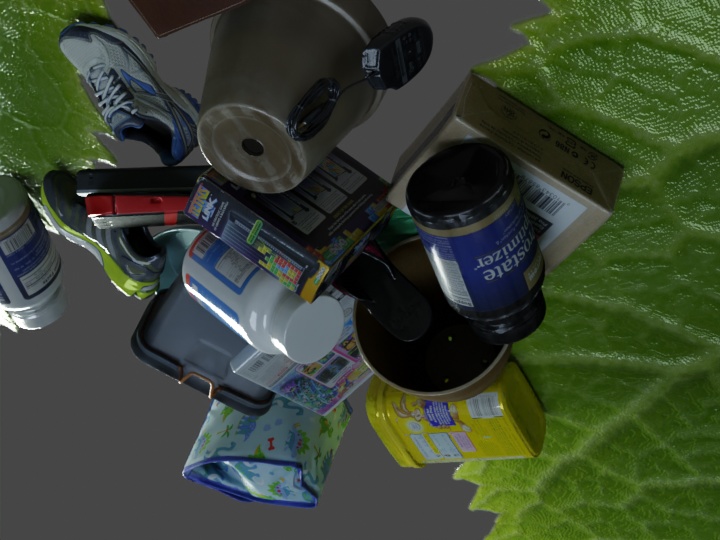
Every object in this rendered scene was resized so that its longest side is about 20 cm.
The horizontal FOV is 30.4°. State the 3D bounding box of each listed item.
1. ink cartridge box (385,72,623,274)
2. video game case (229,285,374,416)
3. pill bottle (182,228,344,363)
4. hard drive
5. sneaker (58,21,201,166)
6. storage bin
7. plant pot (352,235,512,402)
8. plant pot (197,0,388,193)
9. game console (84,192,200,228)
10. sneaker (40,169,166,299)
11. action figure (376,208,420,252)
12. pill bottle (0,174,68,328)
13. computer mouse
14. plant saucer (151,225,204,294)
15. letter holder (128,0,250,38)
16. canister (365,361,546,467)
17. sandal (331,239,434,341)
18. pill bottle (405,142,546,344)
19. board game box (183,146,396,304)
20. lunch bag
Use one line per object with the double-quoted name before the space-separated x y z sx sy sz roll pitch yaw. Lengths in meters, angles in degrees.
"ink cartridge box" 0.150 -0.091 1.408 0.199 0.076 0.165 30 140 -9
"video game case" -0.032 0.084 1.615 0.200 0.024 0.182 -42 138 15
"pill bottle" -0.108 0.027 1.503 0.199 0.112 0.113 34 157 44
"hard drive" -0.210 -0.099 1.550 0.198 0.033 0.139 0 177 26
"sneaker" -0.258 -0.195 1.481 0.199 0.086 0.077 39 139 -18
"storage bin" -0.171 0.073 1.660 0.198 0.146 0.135 27 131 -6
"plant pot" 0.101 0.079 1.556 0.184 0.188 0.200 10 163 16
"plant pot" -0.080 -0.180 1.340 0.198 0.175 0.201 13 140 11
"game console" -0.225 -0.072 1.533 0.175 0.031 0.200 -4 179 -9
"sneaker" -0.316 -0.060 1.664 0.200 0.074 0.081 42 129 0
"action figure" 0.014 -0.055 1.533 0.198 0.055 0.119 -11 130 26
"pill bottle" -0.462 -0.019 1.764 0.110 0.112 0.201 5 138 21
"computer mouse" -0.003 -0.188 1.288 0.034 0.199 0.059 27 142 38
"plant saucer" -0.186 0.006 1.717 0.198 0.036 0.201 13 140 11
"letter holder" -0.183 -0.346 1.259 0.141 0.101 0.200 -13 130 34
"canister" 0.127 0.189 1.735 0.198 0.087 0.149 -8 133 31
"sandal" 0.000 0.000 1.469 0.200 0.045 0.075 41 103 22
"pill bottle" 0.125 -0.022 1.350 0.111 0.113 0.201 -1 136 27
"board game box" -0.067 -0.071 1.407 0.165 0.200 0.057 34 125 8
"lunch bag" -0.132 0.226 1.838 0.198 0.171 0.128 3 137 22
